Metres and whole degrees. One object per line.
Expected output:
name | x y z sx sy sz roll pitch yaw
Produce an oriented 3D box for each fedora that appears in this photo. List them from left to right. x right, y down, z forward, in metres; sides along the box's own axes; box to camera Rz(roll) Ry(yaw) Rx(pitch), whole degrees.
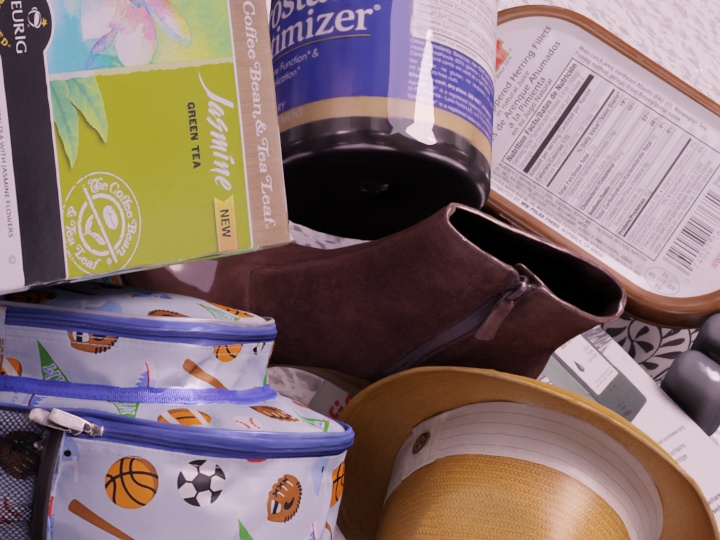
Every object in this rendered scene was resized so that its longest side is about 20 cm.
fedora | 0.062 0.130 1.272 0.200 0.201 0.082 31 51 -5

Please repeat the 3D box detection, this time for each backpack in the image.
backpack | -0.098 0.081 1.201 0.190 0.154 0.200 15 10 12

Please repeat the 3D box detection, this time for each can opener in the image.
can opener | 0.174 0.085 1.451 0.066 0.200 0.053 34 66 14

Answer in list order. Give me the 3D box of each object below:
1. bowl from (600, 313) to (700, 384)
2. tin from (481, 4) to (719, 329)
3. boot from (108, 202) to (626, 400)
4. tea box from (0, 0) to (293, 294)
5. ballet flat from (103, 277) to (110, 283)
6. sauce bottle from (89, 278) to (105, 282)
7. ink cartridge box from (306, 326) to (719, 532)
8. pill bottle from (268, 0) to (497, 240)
bowl | 0.082 0.011 1.499 0.201 0.201 0.094 42 65 9
tin | 0.124 -0.054 1.409 0.200 0.042 0.112 34 79 10
boot | 0.000 0.000 1.266 0.200 0.166 0.072 26 57 -17
tea box | -0.168 -0.060 1.179 0.197 0.200 0.134 -12 97 -44
ballet flat | -0.070 0.059 1.396 0.070 0.067 0.200 4 47 -48
sauce bottle | -0.191 -0.049 1.421 0.066 0.066 0.200 -16 60 -46
ink cartridge box | 0.077 0.098 1.399 0.200 0.146 0.084 46 41 15
pill bottle | 0.011 -0.124 1.367 0.112 0.112 0.200 15 64 -25
